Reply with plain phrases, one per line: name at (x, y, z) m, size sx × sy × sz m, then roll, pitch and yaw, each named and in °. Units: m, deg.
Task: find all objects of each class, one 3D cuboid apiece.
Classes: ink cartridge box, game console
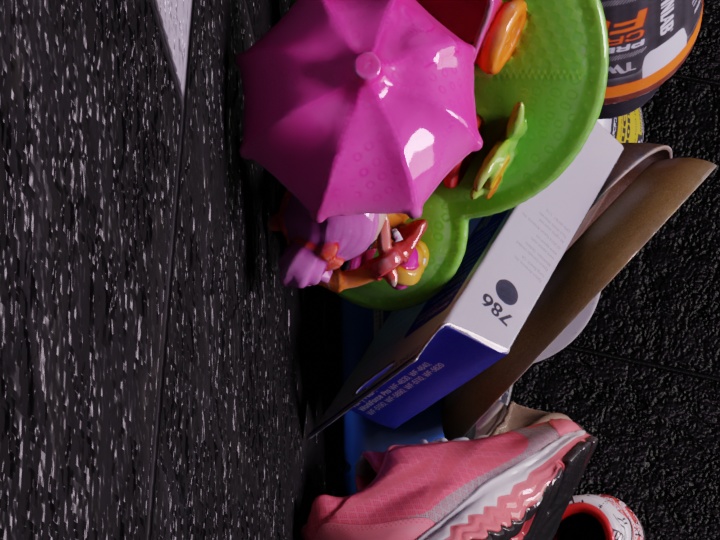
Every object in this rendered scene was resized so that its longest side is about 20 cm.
ink cartridge box at (0.053, 0.009, 0.964) m, size 0.099 × 0.039 × 0.200 m, roll -38°, pitch -168°, yaw 49°
game console at (0.000, 0.000, 1.092) m, size 0.170 × 0.118 × 0.202 m, roll -21°, pitch 115°, yaw -50°

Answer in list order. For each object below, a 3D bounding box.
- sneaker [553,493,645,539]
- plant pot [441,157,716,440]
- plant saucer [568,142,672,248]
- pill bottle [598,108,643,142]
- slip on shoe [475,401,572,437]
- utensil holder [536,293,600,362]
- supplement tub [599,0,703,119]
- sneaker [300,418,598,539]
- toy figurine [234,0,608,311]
sneaker at (0.092, 0.215, 1.139) m, size 0.202 × 0.067 × 0.108 m, roll -58°, pitch 162°, yaw -2°
plant pot at (0.106, 0.011, 1.030) m, size 0.027 × 0.200 × 0.200 m, roll 44°, pitch 2°, yaw 5°
plant saucer at (0.109, -0.002, 1.178) m, size 0.200 × 0.034 × 0.201 m, roll -47°, pitch 166°, yaw -15°
pill bottle at (0.108, -0.093, 1.243) m, size 0.200 × 0.111 × 0.113 m, roll 0°, pitch 88°, yaw -73°
slip on shoe at (0.089, 0.134, 1.193) m, size 0.200 × 0.060 × 0.077 m, roll -51°, pitch 136°, yaw -71°
utensil holder at (0.104, -0.044, 1.503) m, size 0.200 × 0.168 × 0.171 m, roll -76°, pitch 163°, yaw -61°
supplement tub at (0.116, -0.151, 0.968) m, size 0.200 × 0.106 × 0.108 m, roll 71°, pitch 17°, yaw -64°
sneaker at (0.045, 0.102, 0.946) m, size 0.200 × 0.086 × 0.074 m, roll -25°, pitch 142°, yaw -56°
toy figurine at (0.002, -0.052, 0.814) m, size 0.201 × 0.149 × 0.184 m, roll -68°, pitch 169°, yaw 21°
